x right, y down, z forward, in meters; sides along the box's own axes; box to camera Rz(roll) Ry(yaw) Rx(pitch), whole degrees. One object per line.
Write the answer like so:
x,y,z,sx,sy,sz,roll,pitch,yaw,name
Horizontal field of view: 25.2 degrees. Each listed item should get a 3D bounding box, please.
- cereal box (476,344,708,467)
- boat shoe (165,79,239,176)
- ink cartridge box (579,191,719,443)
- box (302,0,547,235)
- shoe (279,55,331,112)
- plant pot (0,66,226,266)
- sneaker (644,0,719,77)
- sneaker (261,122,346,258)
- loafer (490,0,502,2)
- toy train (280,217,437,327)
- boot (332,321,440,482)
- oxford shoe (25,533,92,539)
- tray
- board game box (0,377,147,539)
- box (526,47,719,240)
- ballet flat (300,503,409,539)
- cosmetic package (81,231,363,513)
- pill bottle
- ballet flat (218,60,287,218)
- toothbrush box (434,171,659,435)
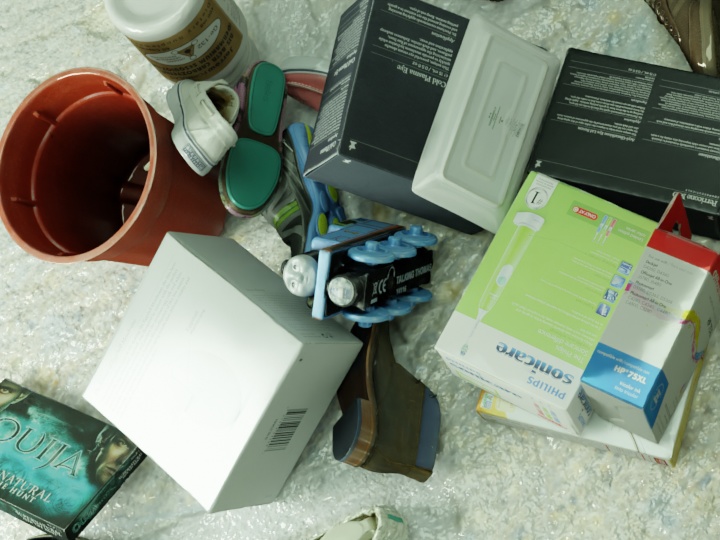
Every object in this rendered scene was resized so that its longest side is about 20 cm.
0.226,0.096,1.562,0.198,0.040,0.145,11,74,23,cereal box
-0.154,-0.162,1.660,0.070,0.071,0.200,-36,20,8,boat shoe
0.280,0.044,1.478,0.067,0.116,0.201,24,78,24,ink cartridge box
0.065,-0.158,1.620,0.199,0.104,0.184,19,73,-18,box
-0.014,-0.161,1.722,0.199,0.072,0.092,18,72,20,shoe
-0.245,-0.090,1.699,0.199,0.195,0.203,-5,78,26,plant pot
0.329,-0.267,1.647,0.075,0.070,0.202,-14,57,25,sneaker
-0.064,-0.057,1.714,0.082,0.071,0.201,-24,65,30,sneaker
0.083,-0.353,1.760,0.199,0.076,0.068,24,79,15,loafer
0.000,0.000,1.597,0.113,0.200,0.088,11,104,24,toy train
0.030,0.123,1.619,0.075,0.096,0.201,-47,26,45,boot
-0.256,0.311,1.638,0.198,0.075,0.071,7,74,22,oxford shoe
0.128,-0.146,1.576,0.107,0.022,0.201,25,72,-17,tray
-0.341,0.197,1.698,0.199,0.028,0.135,19,50,27,board game box
0.284,-0.126,1.601,0.199,0.079,0.142,15,74,23,box
-0.046,0.284,1.579,0.199,0.072,0.072,-33,64,7,ballet flat
-0.140,0.100,1.618,0.200,0.123,0.200,37,106,25,cosmetic package
-0.186,-0.262,1.748,0.113,0.200,0.115,-6,69,17,pill bottle
-0.118,-0.128,1.704,0.071,0.069,0.201,-42,36,51,ballet flat
0.185,0.030,1.532,0.145,0.086,0.201,24,76,25,toothbrush box
